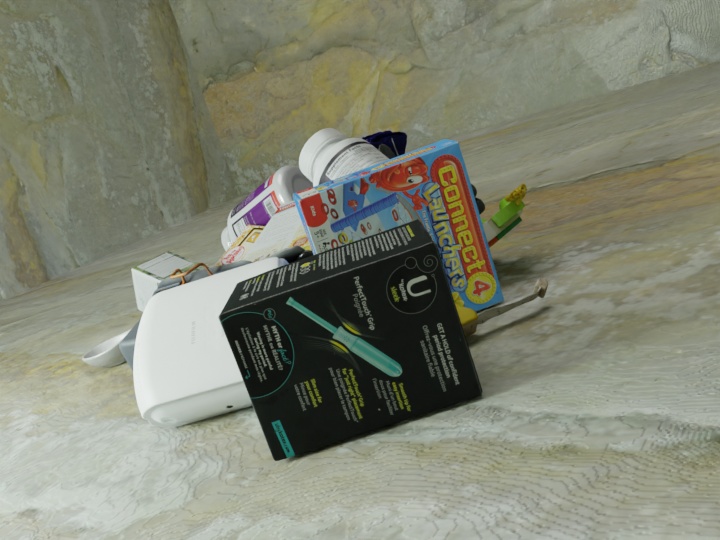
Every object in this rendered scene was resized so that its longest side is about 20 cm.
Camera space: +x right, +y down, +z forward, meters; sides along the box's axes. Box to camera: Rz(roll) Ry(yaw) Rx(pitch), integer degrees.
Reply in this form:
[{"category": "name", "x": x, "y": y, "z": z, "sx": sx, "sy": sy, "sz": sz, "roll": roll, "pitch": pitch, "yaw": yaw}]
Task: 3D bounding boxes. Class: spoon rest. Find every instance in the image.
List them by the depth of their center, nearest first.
[{"category": "spoon rest", "x": -0.362, "y": 0.107, "z": 1.290, "sx": 0.198, "sy": 0.061, "sz": 0.099, "roll": -17, "pitch": 12, "yaw": 4}]

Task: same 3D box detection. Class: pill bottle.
[{"category": "pill bottle", "x": 0.003, "y": -0.117, "z": 1.114, "sx": 0.111, "sy": 0.112, "sz": 0.200, "roll": -26, "pitch": 53, "yaw": -31}, {"category": "pill bottle", "x": -0.161, "y": -0.094, "z": 1.411, "sx": 0.199, "sy": 0.113, "sz": 0.112, "roll": -33, "pitch": 2, "yaw": 36}]

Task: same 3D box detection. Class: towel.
[{"category": "towel", "x": 0.021, "y": -0.129, "z": 1.311, "sx": 0.049, "sy": 0.202, "sz": 0.147, "roll": 16, "pitch": 20, "yaw": 23}]

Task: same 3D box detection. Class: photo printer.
[{"category": "photo printer", "x": -0.167, "y": 0.084, "z": 0.900, "sx": 0.198, "sy": 0.070, "sz": 0.167, "roll": -16, "pitch": 53, "yaw": 11}]

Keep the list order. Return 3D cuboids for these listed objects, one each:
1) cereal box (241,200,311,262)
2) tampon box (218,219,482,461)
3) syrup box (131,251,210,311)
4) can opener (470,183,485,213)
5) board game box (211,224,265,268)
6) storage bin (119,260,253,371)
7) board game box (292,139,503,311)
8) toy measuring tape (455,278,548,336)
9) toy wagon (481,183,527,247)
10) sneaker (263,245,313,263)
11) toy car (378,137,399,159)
[{"category": "cereal box", "x": -0.094, "y": -0.051, "z": 1.187, "sx": 0.143, "sy": 0.040, "sz": 0.200, "roll": -14, "pitch": 30, "yaw": 31}, {"category": "tampon box", "x": -0.008, "y": 0.060, "z": 0.740, "sx": 0.198, "sy": 0.151, "sz": 0.126, "roll": -18, "pitch": 13, "yaw": 2}, {"category": "syrup box", "x": -0.259, "y": 0.042, "z": 1.221, "sx": 0.199, "sy": 0.082, "sz": 0.079, "roll": 20, "pitch": 34, "yaw": 33}, {"category": "can opener", "x": 0.089, "y": -0.037, "z": 1.040, "sx": 0.200, "sy": 0.053, "sz": 0.067, "roll": -39, "pitch": 28, "yaw": -8}, {"category": "board game box", "x": -0.148, "y": -0.003, "z": 1.265, "sx": 0.199, "sy": 0.046, "sz": 0.152, "roll": 8, "pitch": 50, "yaw": 40}, {"category": "storage bin", "x": -0.222, "y": 0.077, "z": 1.059, "sx": 0.199, "sy": 0.146, "sz": 0.134, "roll": -12, "pitch": 24, "yaw": 28}, {"category": "board game box", "x": 0.046, "y": -0.026, "z": 0.919, "sx": 0.194, "sy": 0.201, "sz": 0.056, "roll": -21, "pitch": 14, "yaw": -7}, {"category": "toy measuring tape", "x": 0.103, "y": 0.036, "z": 0.854, "sx": 0.199, "sy": 0.074, "sz": 0.074, "roll": -24, "pitch": 13, "yaw": -10}, {"category": "toy wagon", "x": 0.157, "y": -0.045, "z": 1.036, "sx": 0.155, "sy": 0.040, "sz": 0.200, "roll": -37, "pitch": -3, "yaw": -37}, {"category": "sneaker", "x": -0.063, "y": 0.019, "z": 1.015, "sx": 0.199, "sy": 0.076, "sz": 0.115, "roll": 3, "pitch": -31, "yaw": -41}, {"category": "toy car", "x": 0.064, "y": -0.104, "z": 1.231, "sx": 0.157, "sy": 0.201, "sz": 0.164, "roll": -15, "pitch": 12, "yaw": 15}]
